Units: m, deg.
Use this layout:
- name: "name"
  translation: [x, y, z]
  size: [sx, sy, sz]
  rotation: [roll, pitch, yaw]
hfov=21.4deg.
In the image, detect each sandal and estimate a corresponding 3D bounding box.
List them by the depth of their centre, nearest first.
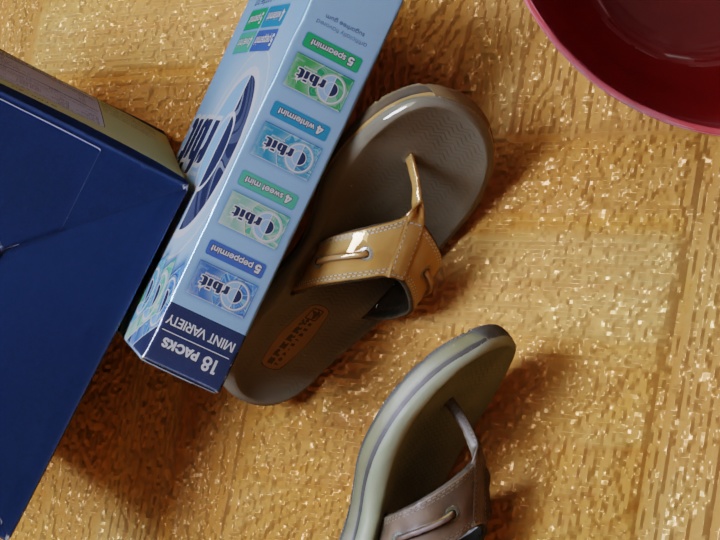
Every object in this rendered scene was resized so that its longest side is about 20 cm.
- name: "sandal"
  translation: [0.027, 0.117, 0.857]
  size: [0.057, 0.080, 0.202]
  rotation: [27, 101, 26]
- name: "sandal"
  translation: [0.000, 0.000, 0.907]
  size: [0.200, 0.080, 0.054]
  rotation: [-52, 35, 24]

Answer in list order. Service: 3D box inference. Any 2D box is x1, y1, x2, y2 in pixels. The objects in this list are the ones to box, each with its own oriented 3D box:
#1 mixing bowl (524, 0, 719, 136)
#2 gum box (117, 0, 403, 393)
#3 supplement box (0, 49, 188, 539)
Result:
- name: "mixing bowl"
  translation: [0.148, -0.145, 0.778]
  size: [0.199, 0.108, 0.201]
  rotation: [0, 85, -1]
- name: "gum box"
  translation: [-0.059, -0.050, 0.940]
  size: [0.201, 0.044, 0.170]
  rotation: [-65, 15, 0]
- name: "supplement box"
  translation: [-0.197, -0.003, 0.990]
  size: [0.201, 0.134, 0.200]
  rotation: [-62, 14, 7]
